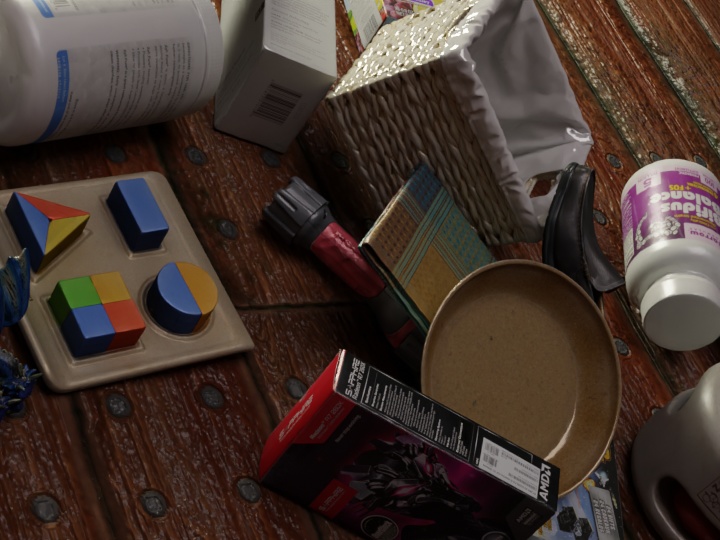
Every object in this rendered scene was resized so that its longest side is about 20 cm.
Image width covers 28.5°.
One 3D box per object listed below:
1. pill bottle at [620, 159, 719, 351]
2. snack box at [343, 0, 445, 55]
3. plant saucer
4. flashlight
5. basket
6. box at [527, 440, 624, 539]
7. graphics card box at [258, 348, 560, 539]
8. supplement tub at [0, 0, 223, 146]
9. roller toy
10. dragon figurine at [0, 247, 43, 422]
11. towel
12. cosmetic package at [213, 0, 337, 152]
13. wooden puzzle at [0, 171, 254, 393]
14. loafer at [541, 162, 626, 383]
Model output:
[{"bbox_3d":[0.333,-0.016,1.486,0.112,0.112,0.200,25,41,-17],"label":"pill bottle"},{"bbox_3d":[0.062,-0.312,1.589,0.168,0.068,0.201,9,46,-31],"label":"snack box"},{"bbox_3d":[0.127,0.092,1.168,0.199,0.035,0.201,4,81,-29],"label":"plant saucer"},{"bbox_3d":[0.000,0.000,1.246,0.200,0.068,0.068,43,41,2],"label":"flashlight"},{"bbox_3d":[0.094,-0.141,1.322,0.201,0.160,0.198,64,33,-22],"label":"basket"},{"bbox_3d":[0.159,0.166,1.235,0.137,0.040,0.200,23,42,-18],"label":"box"},{"bbox_3d":[0.037,0.156,1.080,0.200,0.126,0.051,29,38,-13],"label":"graphics card box"},{"bbox_3d":[-0.228,-0.180,1.185,0.200,0.132,0.132,-15,63,-46],"label":"supplement tub"},{"bbox_3d":[0.355,0.183,1.294,0.182,0.140,0.201,20,44,-22],"label":"roller toy"},{"bbox_3d":[-0.260,0.013,0.964,0.099,0.201,0.059,15,19,6],"label":"dragon figurine"},{"bbox_3d":[0.083,0.020,1.218,0.200,0.022,0.147,53,37,-14],"label":"towel"},{"bbox_3d":[-0.081,-0.226,1.361,0.081,0.113,0.201,19,42,-24],"label":"cosmetic package"},{"bbox_3d":[-0.191,-0.004,1.115,0.199,0.046,0.186,-8,58,-43],"label":"wooden puzzle"},{"bbox_3d":[0.198,0.006,1.242,0.072,0.201,0.073,5,8,22],"label":"loafer"}]
